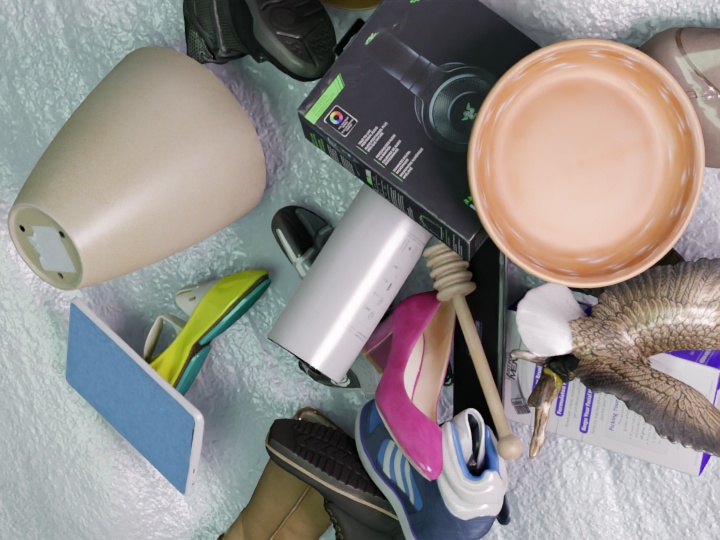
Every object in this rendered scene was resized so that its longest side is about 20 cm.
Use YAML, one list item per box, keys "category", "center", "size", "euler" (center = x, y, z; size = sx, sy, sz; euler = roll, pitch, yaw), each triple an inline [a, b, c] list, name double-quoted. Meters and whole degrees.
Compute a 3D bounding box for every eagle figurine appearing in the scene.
- category: "eagle figurine"
  center: [0.236, 0.073, 1.555]
  size: [0.199, 0.151, 0.152]
  euler: [-2, 104, 37]

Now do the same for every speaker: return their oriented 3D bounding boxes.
- category: "speaker"
  center: [0.000, 0.000, 1.683]
  size: [0.081, 0.081, 0.200]
  euler: [31, 86, 12]

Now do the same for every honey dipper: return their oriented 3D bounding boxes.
- category: "honey dipper"
  center: [0.102, 0.071, 1.656]
  size: [0.038, 0.038, 0.201]
  euler: [-27, 73, 31]

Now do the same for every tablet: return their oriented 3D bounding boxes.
- category: "tablet"
  center: [-0.229, 0.126, 1.888]
  size: [0.200, 0.014, 0.130]
  euler: [41, 141, 25]

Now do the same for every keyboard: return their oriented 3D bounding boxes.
- category: "keyboard"
  center: [0.100, 0.056, 1.712]
  size: [0.127, 0.021, 0.201]
  euler: [23, 115, 57]

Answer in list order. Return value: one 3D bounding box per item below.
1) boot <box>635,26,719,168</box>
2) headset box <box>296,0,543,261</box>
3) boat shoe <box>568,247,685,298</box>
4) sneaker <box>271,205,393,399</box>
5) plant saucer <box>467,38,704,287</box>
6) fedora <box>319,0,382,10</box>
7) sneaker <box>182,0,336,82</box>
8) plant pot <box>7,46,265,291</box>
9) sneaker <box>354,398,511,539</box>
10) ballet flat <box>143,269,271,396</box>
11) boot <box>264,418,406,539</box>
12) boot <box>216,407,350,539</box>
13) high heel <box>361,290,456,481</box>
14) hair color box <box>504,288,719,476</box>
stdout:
- category: "boot"
  center: [0.299, -0.111, 1.571]
  size: [0.146, 0.070, 0.201]
  euler: [-12, 102, 35]
- category: "headset box"
  center: [0.066, -0.141, 1.602]
  size: [0.200, 0.093, 0.174]
  euler: [38, 84, 9]
- category: "boat shoe"
  center: [0.202, -0.012, 1.650]
  size: [0.200, 0.072, 0.066]
  euler: [31, 140, 12]
- category: "sneaker"
  center: [-0.039, 0.043, 1.779]
  size: [0.200, 0.075, 0.115]
  euler: [50, 126, 2]
- category: "plant saucer"
  center: [0.180, -0.087, 1.529]
  size: [0.199, 0.037, 0.201]
  euler: [-1, 94, -12]
- category: "fedora"
  center: [-0.018, -0.318, 1.626]
  size: [0.200, 0.082, 0.201]
  euler: [9, 113, 23]
- category: "sneaker"
  center: [-0.094, -0.212, 1.689]
  size: [0.199, 0.076, 0.115]
  euler: [43, 138, 30]
- category: "plant pot"
  center: [-0.219, -0.074, 1.713]
  size: [0.187, 0.200, 0.188]
  euler: [25, 137, 25]
- category: "sneaker"
  center: [0.072, 0.156, 1.706]
  size: [0.147, 0.080, 0.200]
  euler: [-63, 38, 37]
- category: "ballet flat"
  center: [-0.164, 0.055, 1.847]
  size: [0.067, 0.067, 0.200]
  euler: [43, 123, 7]
- category: "boot"
  center: [-0.023, 0.238, 1.792]
  size: [0.199, 0.078, 0.139]
  euler: [29, 119, -6]
- category: "boot"
  center: [-0.046, 0.263, 1.869]
  size: [0.175, 0.066, 0.200]
  euler: [39, 119, 7]
- category: "high heel"
  center: [0.063, 0.096, 1.644]
  size: [0.096, 0.200, 0.067]
  euler: [-32, 123, 10]
- category: "hair color box"
  center: [0.224, 0.099, 1.680]
  size: [0.199, 0.065, 0.110]
  euler: [16, 115, 18]
